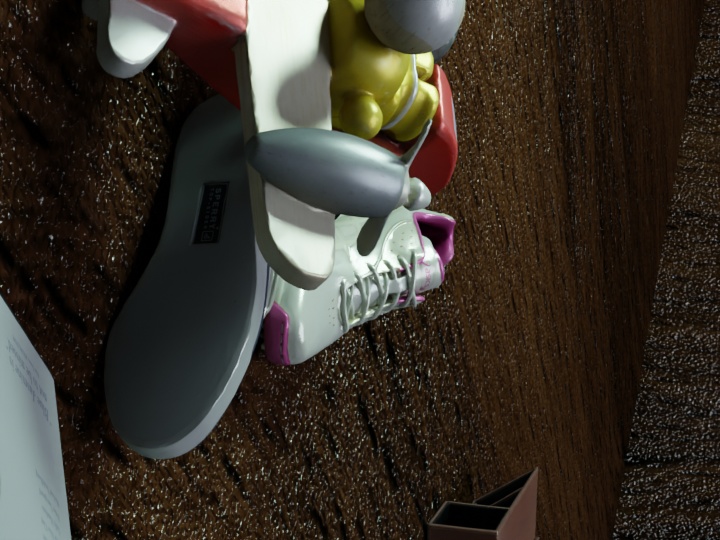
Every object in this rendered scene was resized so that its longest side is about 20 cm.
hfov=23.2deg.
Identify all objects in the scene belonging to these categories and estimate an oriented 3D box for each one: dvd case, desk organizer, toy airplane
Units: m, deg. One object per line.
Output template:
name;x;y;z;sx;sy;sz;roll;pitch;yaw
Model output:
dvd case;-0.130;0.089;0.630;0.143;0.017;0.201;73;3;-56
desk organizer;0.117;0.248;1.656;0.200;0.071;0.077;-34;127;-70
toy airplane;-0.023;-0.109;0.777;0.201;0.141;0.199;65;28;-7

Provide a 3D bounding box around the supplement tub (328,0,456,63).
supplement tub;0.001;-0.189;0.940;0.123;0.122;0.201;30;68;-73

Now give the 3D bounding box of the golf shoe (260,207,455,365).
golf shoe;0.000;0.000;1.083;0.200;0.091;0.076;-54;149;-58

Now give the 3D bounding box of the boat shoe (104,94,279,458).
boat shoe;-0.073;0.008;0.867;0.066;0.072;0.201;65;26;-54
